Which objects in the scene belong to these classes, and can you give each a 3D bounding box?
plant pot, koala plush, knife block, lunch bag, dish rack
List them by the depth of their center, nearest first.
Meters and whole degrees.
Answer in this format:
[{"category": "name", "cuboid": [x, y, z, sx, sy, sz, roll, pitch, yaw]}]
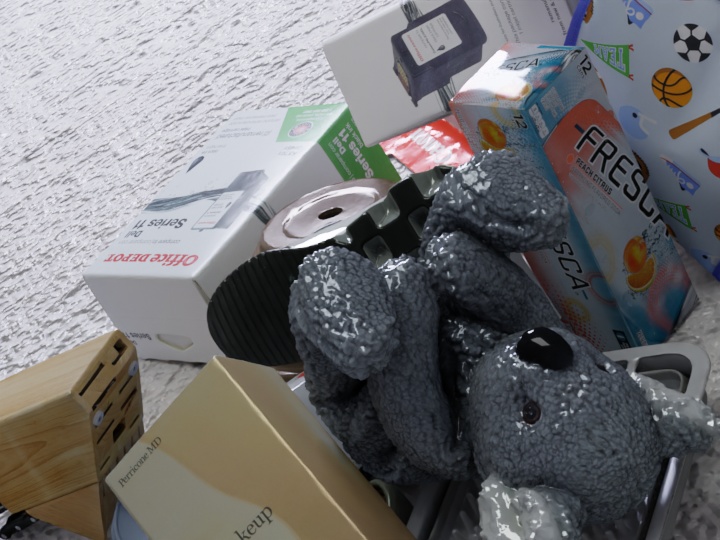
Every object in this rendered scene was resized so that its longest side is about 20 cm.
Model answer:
[{"category": "koala plush", "cuboid": [0.087, 0.072, 1.219, 0.177, 0.184, 0.200, -34, 49, -29]}, {"category": "dish rack", "cuboid": [0.113, 0.129, 1.275, 0.171, 0.044, 0.200, -10, 35, 30]}, {"category": "lunch bag", "cuboid": [0.214, -0.118, 1.350, 0.170, 0.200, 0.124, 42, 71, 15]}, {"category": "plant pot", "cuboid": [-0.006, 0.002, 1.496, 0.200, 0.093, 0.201, -18, 24, 8]}, {"category": "knife block", "cuboid": [-0.233, 0.105, 1.504, 0.175, 0.201, 0.064, 19, 49, 16]}]

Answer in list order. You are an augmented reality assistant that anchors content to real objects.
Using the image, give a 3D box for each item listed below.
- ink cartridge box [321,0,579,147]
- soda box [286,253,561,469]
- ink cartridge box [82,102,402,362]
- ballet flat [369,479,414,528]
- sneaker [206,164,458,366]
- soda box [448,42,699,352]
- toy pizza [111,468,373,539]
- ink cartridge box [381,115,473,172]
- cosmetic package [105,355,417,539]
[{"category": "ink cartridge box", "cuboid": [0.096, -0.167, 1.532, 0.199, 0.085, 0.145, -22, 2, 39]}, {"category": "soda box", "cuboid": [0.023, 0.061, 1.368, 0.200, 0.064, 0.068, -35, 3, -24]}, {"category": "ink cartridge box", "cuboid": [-0.088, -0.029, 1.656, 0.146, 0.083, 0.200, 0, 42, 48]}, {"category": "ballet flat", "cuboid": [-0.046, 0.196, 1.296, 0.200, 0.064, 0.067, -41, 31, -17]}, {"category": "sneaker", "cuboid": [0.000, 0.000, 1.396, 0.199, 0.074, 0.088, -27, -3, 16]}, {"category": "soda box", "cuboid": [0.131, -0.041, 1.359, 0.068, 0.201, 0.064, 11, 49, 48]}, {"category": "toy pizza", "cuboid": [-0.067, 0.136, 1.438, 0.199, 0.032, 0.201, -21, 28, 11]}, {"category": "ink cartridge box", "cuboid": [0.069, -0.125, 1.709, 0.173, 0.044, 0.200, -33, 29, -8]}, {"category": "cosmetic package", "cuboid": [-0.038, 0.153, 1.222, 0.105, 0.071, 0.200, -49, 63, 11]}]
